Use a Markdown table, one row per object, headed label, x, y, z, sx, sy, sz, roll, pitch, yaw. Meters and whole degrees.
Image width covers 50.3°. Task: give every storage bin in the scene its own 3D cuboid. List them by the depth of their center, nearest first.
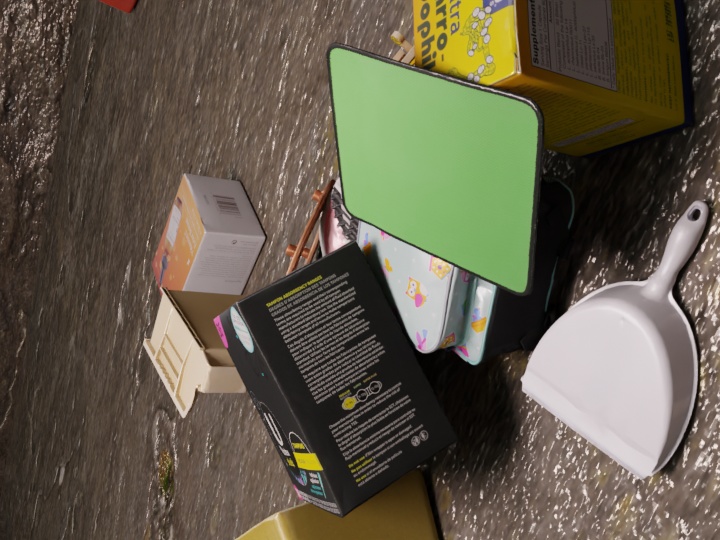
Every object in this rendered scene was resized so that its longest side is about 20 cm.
| label | x | y | z | sx | sy | sz | roll | pitch | yaw |
| --- | --- | --- | --- | --- | --- | --- | --- | --- | --- |
| storage bin | -0.159 | 0.111 | 1.028 | 0.198 | 0.198 | 0.095 | 42 | 118 | 50 |

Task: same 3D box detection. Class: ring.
| label | x | y | z | sx | sy | sz | roll | pitch | yaw |
| --- | --- | --- | --- | --- | --- | --- | --- | --- | --- |
| ring | -0.075 | -0.022 | 0.967 | 0.200 | 0.019 | 0.203 | 24 | -91 | -89 |

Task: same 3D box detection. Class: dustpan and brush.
| label | x | y | z | sx | sy | sz | roll | pitch | yaw |
| --- | --- | --- | --- | --- | --- | --- | --- | --- | --- |
| dustpan and brush | 0.220 | 0.040 | 0.605 | 0.139 | 0.057 | 0.202 | 36 | 123 | 40 |

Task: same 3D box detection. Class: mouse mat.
| label | x | y | z | sx | sy | sz | roll | pitch | yaw |
| --- | --- | --- | --- | --- | --- | --- | --- | --- | --- |
| mouse mat | 0.051 | -0.077 | 0.583 | 0.199 | 0.007 | 0.163 | 28 | 139 | 36 |

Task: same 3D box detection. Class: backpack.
| label | x | y | z | sx | sy | sz | roll | pitch | yaw |
| --- | --- | --- | --- | --- | --- | --- | --- | --- | --- |
| backpack | 0.079 | -0.022 | 0.724 | 0.200 | 0.151 | 0.178 | 39 | 129 | 54 |

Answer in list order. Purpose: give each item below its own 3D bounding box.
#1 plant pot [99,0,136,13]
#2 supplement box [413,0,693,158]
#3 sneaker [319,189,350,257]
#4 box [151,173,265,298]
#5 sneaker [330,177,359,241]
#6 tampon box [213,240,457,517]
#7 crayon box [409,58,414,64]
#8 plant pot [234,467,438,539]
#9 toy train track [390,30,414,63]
| label | x | y | z | sx | sy | sz | roll | pitch | yaw |
| --- | --- | --- | --- | --- | --- | --- | --- | --- | --- |
| plant pot | -0.589 | -0.768 | 1.797 | 0.175 | 0.199 | 0.202 | -31 | 61 | 36 |
| supplement box | 0.149 | -0.165 | 0.592 | 0.109 | 0.198 | 0.111 | -13 | 75 | 54 |
| sneaker | 0.000 | 0.000 | 0.914 | 0.104 | 0.075 | 0.203 | 23 | 108 | 52 |
| box | -0.257 | -0.031 | 1.272 | 0.201 | 0.105 | 0.153 | -62 | 41 | 31 |
| sneaker | 0.020 | -0.103 | 0.811 | 0.067 | 0.090 | 0.201 | 51 | 154 | 31 |
| tampon box | -0.032 | 0.099 | 0.716 | 0.202 | 0.125 | 0.150 | 63 | 159 | 0 |
| crayon box | 0.077 | -0.161 | 0.833 | 0.200 | 0.050 | 0.128 | -44 | 51 | 45 |
| plant pot | -0.019 | 0.353 | 0.811 | 0.195 | 0.192 | 0.202 | -44 | 60 | 45 |
| toy train track | 0.053 | -0.248 | 0.818 | 0.115 | 0.032 | 0.200 | -52 | 7 | -5 |
